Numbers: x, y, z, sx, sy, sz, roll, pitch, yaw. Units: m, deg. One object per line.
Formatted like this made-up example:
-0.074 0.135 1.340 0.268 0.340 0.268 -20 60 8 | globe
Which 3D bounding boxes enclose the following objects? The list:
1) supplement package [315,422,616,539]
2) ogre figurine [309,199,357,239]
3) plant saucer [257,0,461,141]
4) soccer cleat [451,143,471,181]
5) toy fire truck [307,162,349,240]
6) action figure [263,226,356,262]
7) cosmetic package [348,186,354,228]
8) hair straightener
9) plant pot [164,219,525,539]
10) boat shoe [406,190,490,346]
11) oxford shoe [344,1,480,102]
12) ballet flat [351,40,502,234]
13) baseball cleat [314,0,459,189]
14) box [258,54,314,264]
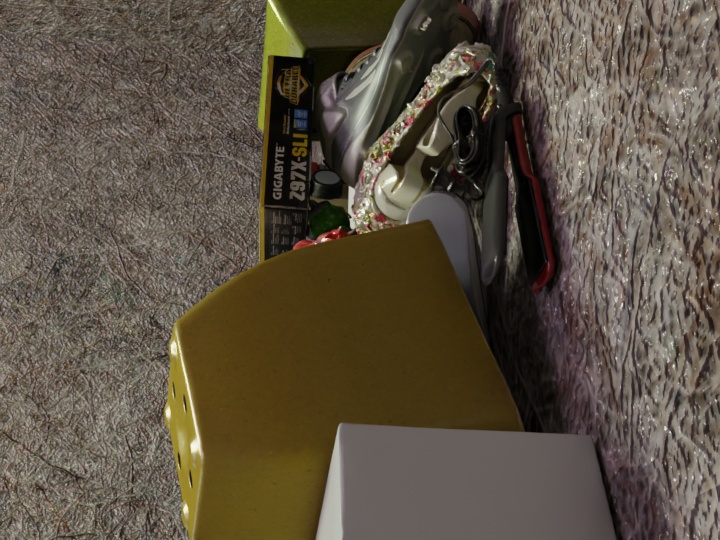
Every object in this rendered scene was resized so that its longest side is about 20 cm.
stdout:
0.050 0.210 0.546 0.200 0.150 0.152 101 170 -47 | supplement package
0.000 0.000 0.996 0.120 0.098 0.201 42 -146 -61 | ogre figurine
-0.001 -0.201 0.977 0.200 0.199 0.048 105 156 -56 | plant saucer
0.066 -0.129 0.903 0.086 0.070 0.200 -48 18 -13 | soccer cleat
-0.050 -0.122 1.367 0.200 0.175 0.129 -96 11 -53 | toy fire truck
0.016 0.005 0.797 0.099 0.199 0.066 -8 79 62 | action figure
0.023 -0.065 1.179 0.101 0.071 0.201 115 158 -70 | cosmetic package
0.089 -0.077 0.665 0.041 0.077 0.201 113 161 -57 | hair straightener
-0.033 0.104 0.668 0.196 0.199 0.195 105 153 -46 | plant pot
0.078 0.034 0.777 0.065 0.073 0.201 -18 -70 -70 | boat shoe
0.029 -0.175 0.891 0.200 0.071 0.074 -37 29 43 | oxford shoe
0.051 -0.099 0.778 0.200 0.075 0.064 -60 12 21 | ballet flat
0.012 -0.173 0.822 0.106 0.070 0.201 38 113 34 | baseball cleat
-0.074 -0.089 0.921 0.200 0.049 0.160 104 169 -67 | box
